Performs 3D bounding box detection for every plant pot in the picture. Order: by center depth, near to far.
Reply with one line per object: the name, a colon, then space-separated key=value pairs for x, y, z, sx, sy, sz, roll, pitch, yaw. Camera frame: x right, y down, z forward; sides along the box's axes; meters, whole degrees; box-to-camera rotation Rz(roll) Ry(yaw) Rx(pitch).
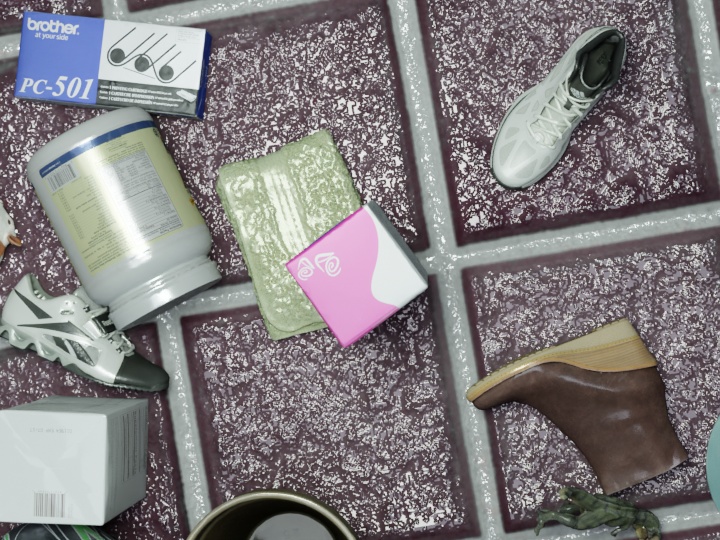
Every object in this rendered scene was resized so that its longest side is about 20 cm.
plant pot: x=-0.079 y=0.315 z=1.658 sx=0.199 sy=0.174 sz=0.201 roll=0 pitch=90 yaw=5

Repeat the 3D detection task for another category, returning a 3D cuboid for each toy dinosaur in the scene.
toy dinosaur: x=0.231 y=0.248 z=1.661 sx=0.088 sy=0.200 sz=0.048 roll=-16 pitch=63 yaw=37

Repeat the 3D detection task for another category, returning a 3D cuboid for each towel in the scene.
towel: x=-0.060 y=-0.037 z=1.721 sx=0.148 sy=0.036 sz=0.201 roll=-20 pitch=89 yaw=4

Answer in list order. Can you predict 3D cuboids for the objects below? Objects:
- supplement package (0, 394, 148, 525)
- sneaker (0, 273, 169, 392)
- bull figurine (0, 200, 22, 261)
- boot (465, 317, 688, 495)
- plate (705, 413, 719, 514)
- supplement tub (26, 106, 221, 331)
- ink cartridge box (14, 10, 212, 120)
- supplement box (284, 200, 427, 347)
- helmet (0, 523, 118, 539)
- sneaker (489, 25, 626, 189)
supplement package: x=-0.291 y=0.191 z=1.660 sx=0.113 sy=0.200 sz=0.110 roll=2 pitch=90 yaw=5
sneaker: x=-0.288 y=0.065 z=1.721 sx=0.199 sy=0.074 sz=0.089 roll=23 pitch=94 yaw=4
bull figurine: x=-0.452 y=0.004 z=1.719 sx=0.200 sy=0.121 sz=0.065 roll=-52 pitch=51 yaw=10
boot: x=0.225 y=0.157 z=1.682 sx=0.199 sy=0.072 sz=0.167 roll=-21 pitch=87 yaw=1
plate: x=0.462 y=0.204 z=1.688 sx=0.199 sy=0.026 sz=0.201 roll=0 pitch=91 yaw=5
supplement tub: x=-0.243 y=-0.053 z=1.680 sx=0.145 sy=0.145 sz=0.201 roll=-27 pitch=89 yaw=4
ink cartridge box: x=-0.264 y=-0.219 z=1.730 sx=0.199 sy=0.044 sz=0.095 roll=6 pitch=90 yaw=5
supplement box: x=0.000 y=0.000 z=1.601 sx=0.101 sy=0.200 sz=0.104 roll=-36 pitch=93 yaw=3
helmet: x=-0.309 y=0.353 z=1.679 sx=0.200 sy=0.200 sz=0.191 roll=-45 pitch=104 yaw=4
sneaker: x=0.201 y=-0.172 z=1.658 sx=0.076 sy=0.115 sz=0.201 roll=37 pitch=94 yaw=3
